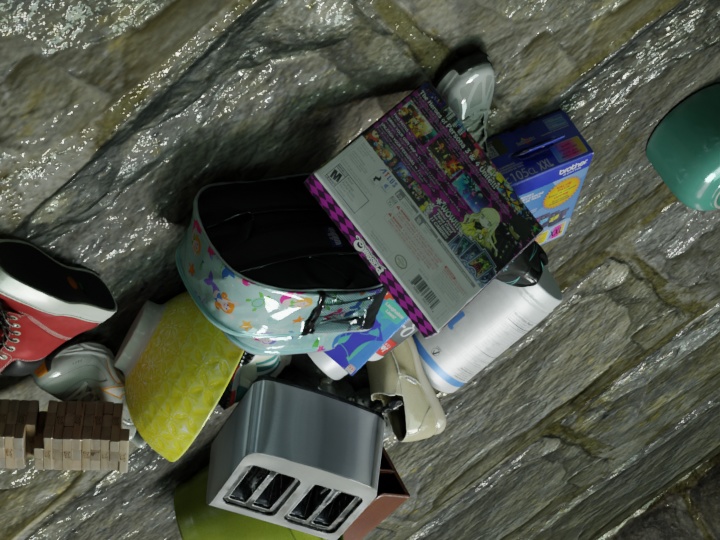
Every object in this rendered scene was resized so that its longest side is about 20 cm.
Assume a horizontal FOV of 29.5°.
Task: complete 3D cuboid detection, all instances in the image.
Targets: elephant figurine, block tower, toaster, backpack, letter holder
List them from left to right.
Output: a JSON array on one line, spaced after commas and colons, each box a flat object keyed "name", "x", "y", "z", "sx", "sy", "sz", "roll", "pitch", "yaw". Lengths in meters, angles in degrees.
[{"name": "block tower", "x": -0.343, "y": 0.174, "z": 1.451, "sx": 0.197, "sy": 0.058, "sz": 0.054, "roll": 4, "pitch": 134, "yaw": -7}, {"name": "backpack", "x": -0.088, "y": -0.007, "z": 1.390, "sx": 0.198, "sy": 0.178, "sz": 0.151, "roll": -1, "pitch": 136, "yaw": -39}, {"name": "toaster", "x": -0.073, "y": 0.226, "z": 1.656, "sx": 0.179, "sy": 0.120, "sz": 0.200, "roll": 19, "pitch": 139, "yaw": -17}, {"name": "elephant figurine", "x": -0.059, "y": 0.166, "z": 1.790, "sx": 0.198, "sy": 0.158, "sz": 0.141, "roll": 9, "pitch": 177, "yaw": -38}, {"name": "letter holder", "x": -0.048, "y": 0.368, "z": 2.137, "sx": 0.200, "sy": 0.101, "sz": 0.141, "roll": -44, "pitch": 149, "yaw": 22}]

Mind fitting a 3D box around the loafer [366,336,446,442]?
[{"name": "loafer", "x": 0.039, "y": 0.131, "z": 1.735, "sx": 0.068, "sy": 0.202, "sz": 0.075, "roll": -33, "pitch": -175, "yaw": -31}]

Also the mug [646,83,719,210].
[{"name": "mug", "x": 0.482, "y": -0.155, "z": 1.814, "sx": 0.183, "sy": 0.115, "sz": 0.153, "roll": -8, "pitch": 145, "yaw": -38}]

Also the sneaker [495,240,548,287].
[{"name": "sneaker", "x": 0.164, "y": -0.012, "z": 1.530, "sx": 0.076, "sy": 0.079, "sz": 0.200, "roll": -57, "pitch": 176, "yaw": 7}]

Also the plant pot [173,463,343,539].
[{"name": "plant pot", "x": -0.147, "y": 0.323, "z": 1.881, "sx": 0.191, "sy": 0.203, "sz": 0.201, "roll": -22, "pitch": 154, "yaw": 6}]

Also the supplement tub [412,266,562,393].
[{"name": "supplement tub", "x": 0.150, "y": 0.052, "z": 1.787, "sx": 0.200, "sy": 0.133, "sz": 0.131, "roll": -42, "pitch": 152, "yaw": 16}]

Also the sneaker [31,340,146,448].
[{"name": "sneaker", "x": -0.283, "y": 0.143, "z": 1.511, "sx": 0.075, "sy": 0.093, "sz": 0.200, "roll": -30, "pitch": 154, "yaw": 17}]

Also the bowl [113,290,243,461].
[{"name": "bowl", "x": -0.202, "y": 0.092, "z": 1.481, "sx": 0.107, "sy": 0.201, "sz": 0.201, "roll": 29, "pitch": 126, "yaw": -11}]

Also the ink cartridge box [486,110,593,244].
[{"name": "ink cartridge box", "x": 0.194, "y": -0.104, "z": 1.640, "sx": 0.135, "sy": 0.077, "sz": 0.201, "roll": -23, "pitch": 150, "yaw": -18}]

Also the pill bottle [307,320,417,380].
[{"name": "pill bottle", "x": 0.023, "y": 0.035, "z": 1.640, "sx": 0.199, "sy": 0.117, "sz": 0.116, "roll": -38, "pitch": 153, "yaw": 11}]

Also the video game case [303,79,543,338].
[{"name": "video game case", "x": 0.067, "y": -0.064, "z": 1.383, "sx": 0.181, "sy": 0.201, "sz": 0.036, "roll": -41, "pitch": -176, "yaw": -29}]

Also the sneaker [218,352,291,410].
[{"name": "sneaker", "x": -0.121, "y": 0.088, "z": 1.637, "sx": 0.093, "sy": 0.071, "sz": 0.201, "roll": -22, "pitch": 155, "yaw": -34}]

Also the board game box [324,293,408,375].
[{"name": "board game box", "x": 0.000, "y": 0.000, "z": 1.531, "sx": 0.200, "sy": 0.152, "sz": 0.045, "roll": -46, "pitch": -170, "yaw": 24}]

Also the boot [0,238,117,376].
[{"name": "boot", "x": -0.342, "y": 0.047, "z": 1.327, "sx": 0.143, "sy": 0.073, "sz": 0.200, "roll": -35, "pitch": 157, "yaw": 9}]

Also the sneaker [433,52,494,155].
[{"name": "sneaker", "x": 0.128, "y": -0.134, "z": 1.471, "sx": 0.075, "sy": 0.116, "sz": 0.202, "roll": -21, "pitch": 151, "yaw": -19}]
